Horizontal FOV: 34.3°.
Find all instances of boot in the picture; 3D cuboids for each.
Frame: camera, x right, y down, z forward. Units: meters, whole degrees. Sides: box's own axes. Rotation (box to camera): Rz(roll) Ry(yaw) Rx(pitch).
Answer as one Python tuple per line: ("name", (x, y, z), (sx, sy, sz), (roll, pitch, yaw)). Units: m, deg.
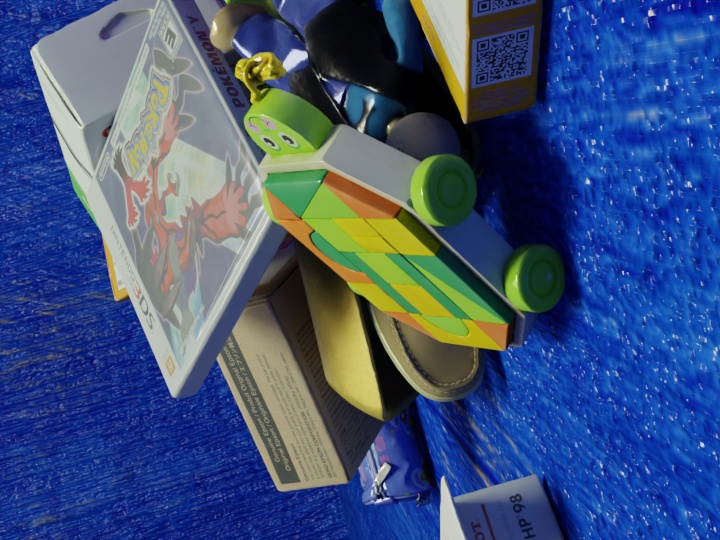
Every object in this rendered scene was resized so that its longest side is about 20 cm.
("boot", (0.040, -0.024, 0.718), (0.155, 0.071, 0.203), (119, 137, -76))

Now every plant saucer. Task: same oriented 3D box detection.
("plant saucer", (0.000, 0.000, 0.869), (0.200, 0.048, 0.203), (-19, -84, -74))

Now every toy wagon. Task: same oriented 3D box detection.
("toy wagon", (0.005, -0.029, 0.588), (0.200, 0.040, 0.154), (41, 161, -28))

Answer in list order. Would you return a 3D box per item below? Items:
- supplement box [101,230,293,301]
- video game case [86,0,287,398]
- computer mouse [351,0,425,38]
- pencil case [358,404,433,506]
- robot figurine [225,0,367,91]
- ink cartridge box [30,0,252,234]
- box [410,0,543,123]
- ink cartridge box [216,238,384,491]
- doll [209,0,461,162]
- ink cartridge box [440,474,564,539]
("supplement box", (-0.117, -0.032, 0.836), (0.199, 0.066, 0.070), (-19, 81, 54))
("video game case", (-0.118, -0.047, 0.762), (0.183, 0.023, 0.201), (61, 138, 27))
("computer mouse", (0.008, -0.208, 0.717), (0.200, 0.052, 0.140), (-160, 55, -69))
("pencil case", (0.016, 0.145, 1.195), (0.087, 0.077, 0.203), (-6, -99, -67))
("robot figurine", (-0.059, -0.203, 0.955), (0.200, 0.114, 0.177), (-132, 20, -68))
("ink cartridge box", (-0.162, -0.120, 0.918), (0.083, 0.146, 0.201), (53, 163, 19))
("box", (0.045, -0.178, 0.495), (0.201, 0.041, 0.120), (88, 168, -50))
("ink cartridge box", (-0.032, 0.051, 0.947), (0.166, 0.074, 0.200), (67, -150, -18))
("doll", (-0.012, -0.105, 0.645), (0.200, 0.048, 0.138), (44, 126, 37))
("ink cartridge box", (0.096, 0.211, 0.720), (0.201, 0.066, 0.117), (85, 169, -54))
